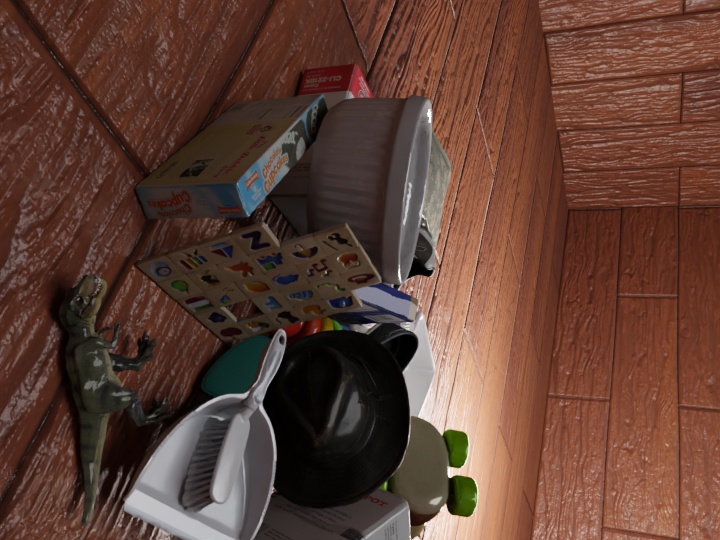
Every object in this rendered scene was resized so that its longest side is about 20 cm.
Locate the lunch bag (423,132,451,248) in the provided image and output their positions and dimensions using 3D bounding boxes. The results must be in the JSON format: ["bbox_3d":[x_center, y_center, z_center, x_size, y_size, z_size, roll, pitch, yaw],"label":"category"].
[{"bbox_3d":[0.081,-0.137,1.148,0.200,0.116,0.166,50,45,-49],"label":"lunch bag"}]

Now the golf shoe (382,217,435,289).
[{"bbox_3d":[0.000,0.000,0.867,0.078,0.197,0.095,60,7,-56],"label":"golf shoe"}]

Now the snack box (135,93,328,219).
[{"bbox_3d":[-0.119,-0.118,0.695,0.201,0.114,0.038,-59,142,-48],"label":"snack box"}]

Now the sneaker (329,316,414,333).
[{"bbox_3d":[0.013,0.069,1.002,0.200,0.098,0.076,47,59,-45],"label":"sneaker"}]

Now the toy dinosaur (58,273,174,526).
[{"bbox_3d":[-0.208,0.100,0.588,0.087,0.047,0.204,-10,100,-51],"label":"toy dinosaur"}]

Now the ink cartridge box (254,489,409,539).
[{"bbox_3d":[-0.060,0.299,0.727,0.198,0.143,0.085,-17,107,-46],"label":"ink cartridge box"}]

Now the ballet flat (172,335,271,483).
[{"bbox_3d":[-0.146,0.154,0.718,0.201,0.067,0.073,-60,163,-48],"label":"ballet flat"}]

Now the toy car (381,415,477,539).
[{"bbox_3d":[0.058,0.334,1.036,0.159,0.161,0.202,-92,-162,-52],"label":"toy car"}]

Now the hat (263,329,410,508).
[{"bbox_3d":[-0.039,0.142,0.740,0.081,0.197,0.203,68,32,-58],"label":"hat"}]

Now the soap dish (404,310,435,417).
[{"bbox_3d":[0.054,0.172,1.136,0.201,0.080,0.159,-59,143,-49],"label":"soap dish"}]

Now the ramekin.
[{"bbox_3d":[0.012,-0.092,0.760,0.200,0.103,0.204,9,90,-81],"label":"ramekin"}]

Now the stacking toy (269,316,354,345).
[{"bbox_3d":[-0.052,0.089,0.887,0.200,0.084,0.087,41,53,-40],"label":"stacking toy"}]

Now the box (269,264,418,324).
[{"bbox_3d":[-0.046,0.017,0.769,0.198,0.120,0.033,22,72,-35],"label":"box"}]

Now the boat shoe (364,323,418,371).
[{"bbox_3d":[0.003,0.130,0.842,0.200,0.062,0.076,-41,122,-39],"label":"boat shoe"}]

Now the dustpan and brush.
[{"bbox_3d":[-0.116,0.145,0.645,0.139,0.057,0.202,43,48,-35],"label":"dustpan and brush"}]

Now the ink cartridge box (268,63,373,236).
[{"bbox_3d":[-0.035,-0.144,0.924,0.145,0.082,0.203,53,44,-55],"label":"ink cartridge box"}]

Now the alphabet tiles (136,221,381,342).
[{"bbox_3d":[-0.087,0.010,0.680,0.168,0.197,0.008,56,23,-52],"label":"alphabet tiles"}]
